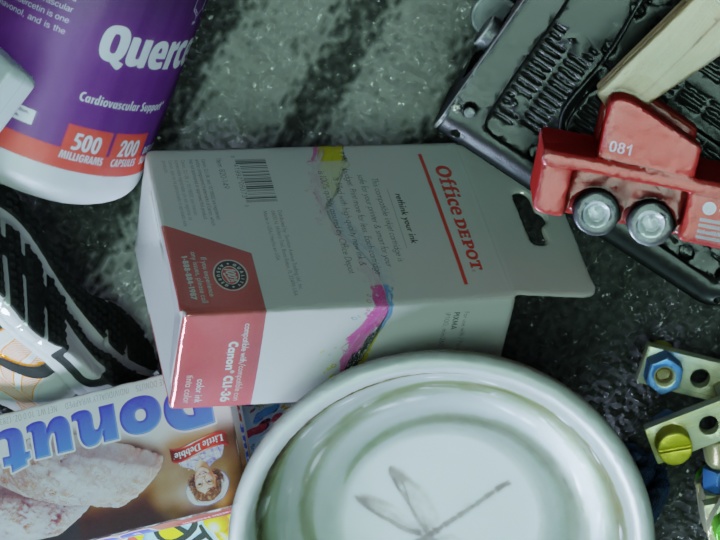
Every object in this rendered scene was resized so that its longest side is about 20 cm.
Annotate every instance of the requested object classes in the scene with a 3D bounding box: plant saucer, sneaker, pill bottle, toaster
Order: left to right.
[{"bbox_3d":[-0.176,0.026,1.203,0.080,0.074,0.200,-16,139,17],"label":"sneaker"},{"bbox_3d":[-0.127,-0.140,1.159,0.112,0.112,0.200,21,108,-4],"label":"pill bottle"},{"bbox_3d":[0.039,0.124,1.161,0.200,0.050,0.200,1,110,2],"label":"plant saucer"},{"bbox_3d":[0.160,-0.101,1.154,0.200,0.119,0.181,32,108,-8],"label":"toaster"}]

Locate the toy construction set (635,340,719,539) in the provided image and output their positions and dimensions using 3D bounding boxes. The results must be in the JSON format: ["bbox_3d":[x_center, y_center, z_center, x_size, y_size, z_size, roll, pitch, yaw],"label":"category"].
[{"bbox_3d":[0.244,0.088,1.233,0.200,0.092,0.131,-6,108,16],"label":"toy construction set"}]

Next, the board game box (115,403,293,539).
[{"bbox_3d":[-0.031,0.125,1.246,0.200,0.105,0.103,-24,106,11],"label":"board game box"}]

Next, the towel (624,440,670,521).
[{"bbox_3d":[0.093,0.183,1.255,0.049,0.112,0.200,32,108,12],"label":"towel"}]

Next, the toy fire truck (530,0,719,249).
[{"bbox_3d":[0.133,-0.084,1.073,0.200,0.049,0.141,11,108,-1],"label":"toy fire truck"}]

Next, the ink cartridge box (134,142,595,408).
[{"bbox_3d":[0.000,0.000,1.175,0.200,0.117,0.068,-2,134,-14],"label":"ink cartridge box"}]

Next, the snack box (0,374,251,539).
[{"bbox_3d":[-0.151,0.102,1.197,0.200,0.024,0.072,-14,77,12],"label":"snack box"}]

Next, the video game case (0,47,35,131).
[{"bbox_3d":[-0.264,-0.068,1.153,0.200,0.023,0.182,41,96,36],"label":"video game case"}]
